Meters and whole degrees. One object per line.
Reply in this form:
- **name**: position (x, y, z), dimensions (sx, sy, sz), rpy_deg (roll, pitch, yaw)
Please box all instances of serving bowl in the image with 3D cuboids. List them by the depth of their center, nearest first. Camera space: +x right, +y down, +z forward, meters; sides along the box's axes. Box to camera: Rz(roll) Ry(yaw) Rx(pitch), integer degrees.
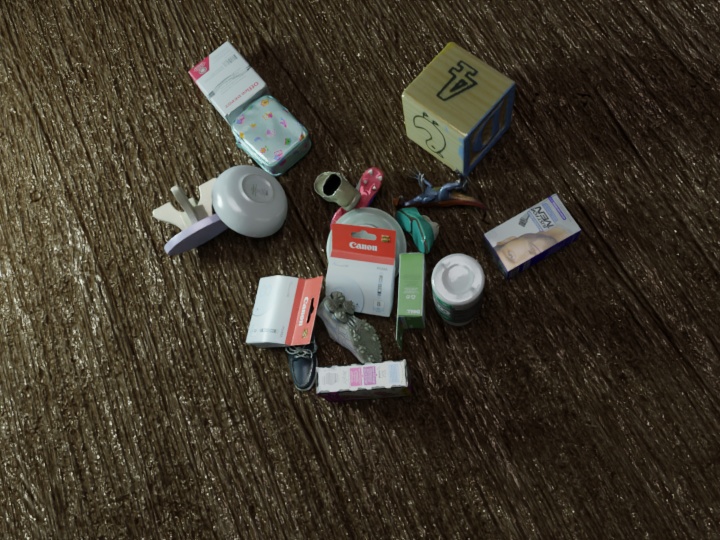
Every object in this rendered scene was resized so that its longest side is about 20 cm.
- **serving bowl**: position (-0.265, -0.185, 1.567), dimensions (0.197, 0.066, 0.203), rpy_deg (17, 54, -24)

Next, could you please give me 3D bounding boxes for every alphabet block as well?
- **alphabet block**: position (0.240, -0.392, 1.548), dimensions (0.199, 0.196, 0.197), rpy_deg (39, 78, 21)

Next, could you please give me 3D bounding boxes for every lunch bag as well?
- **lunch bag**: position (-0.241, -0.356, 1.676), dimensions (0.160, 0.077, 0.200), rpy_deg (-44, 69, -6)

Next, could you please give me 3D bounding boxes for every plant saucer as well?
- **plant saucer**: position (0.012, -0.054, 1.513), dimensions (0.196, 0.050, 0.205), rpy_deg (-1, 85, 7)

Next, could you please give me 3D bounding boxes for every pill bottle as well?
- **pill bottle**: position (0.214, 0.050, 1.387), dimensions (0.111, 0.200, 0.115), rpy_deg (-3, 69, 8)

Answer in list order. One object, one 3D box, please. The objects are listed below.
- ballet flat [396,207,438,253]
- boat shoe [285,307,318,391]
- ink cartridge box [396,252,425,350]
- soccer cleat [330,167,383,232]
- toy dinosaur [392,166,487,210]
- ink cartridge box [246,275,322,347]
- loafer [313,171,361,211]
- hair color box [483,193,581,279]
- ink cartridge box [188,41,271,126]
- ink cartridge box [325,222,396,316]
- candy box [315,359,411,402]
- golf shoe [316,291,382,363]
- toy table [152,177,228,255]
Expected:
- **ballet flat**: position (0.145, -0.103, 1.485), dimensions (0.069, 0.069, 0.201), rpy_deg (-12, 28, -11)
- **boat shoe**: position (-0.135, 0.176, 1.475), dimensions (0.073, 0.062, 0.204), rpy_deg (1, 71, 8)
- **ink cartridge box**: position (0.119, 0.073, 1.447), dimensions (0.058, 0.104, 0.204), rpy_deg (0, 70, 9)
- **soccer cleat**: position (-0.007, -0.169, 1.584), dimensions (0.066, 0.076, 0.202), rpy_deg (33, 96, -2)
- **toy dinosaur**: position (0.177, -0.178, 1.540), dimensions (0.180, 0.105, 0.202), rpy_deg (-36, 84, 19)
- **ink cartridge box**: position (-0.177, 0.091, 1.457), dimensions (0.198, 0.047, 0.163), rpy_deg (-10, 62, 47)
- **loafer**: position (-0.065, -0.208, 1.555), dimensions (0.076, 0.068, 0.199), rpy_deg (-53, 35, -2)
- **hair color box**: position (0.399, -0.079, 1.478), dimensions (0.198, 0.065, 0.110), rpy_deg (-30, 69, 0)
- **ink cartridge box**: position (-0.356, -0.509, 1.746), dimensions (0.145, 0.084, 0.201), rpy_deg (-38, 69, -6)
- **ink cartridge box**: position (0.000, 0.000, 1.461), dimensions (0.157, 0.047, 0.204), rpy_deg (8, 115, 13)
- **candy box**: position (0.011, 0.245, 1.386), dimensions (0.196, 0.137, 0.062), rpy_deg (-7, 70, 7)
- **golf shoe**: position (-0.027, 0.147, 1.471), dimensions (0.078, 0.097, 0.202), rpy_deg (-32, 87, -42)
- **toy table**: position (-0.419, -0.138, 1.584), dimensions (0.198, 0.184, 0.119), rpy_deg (-27, 84, -13)
